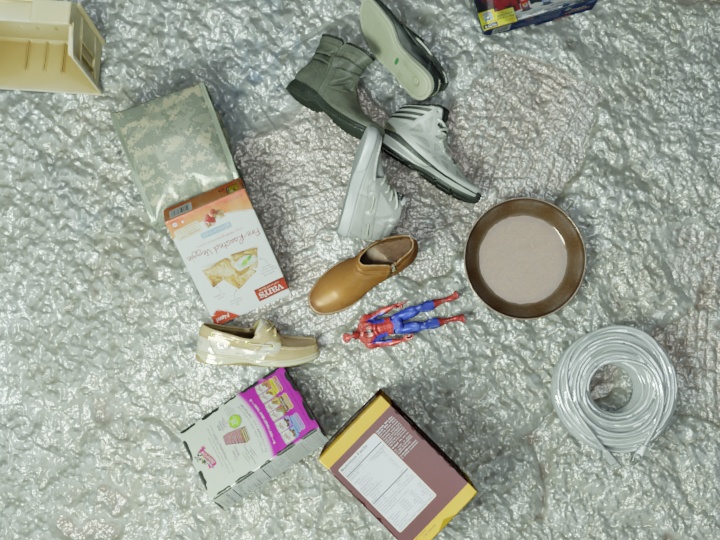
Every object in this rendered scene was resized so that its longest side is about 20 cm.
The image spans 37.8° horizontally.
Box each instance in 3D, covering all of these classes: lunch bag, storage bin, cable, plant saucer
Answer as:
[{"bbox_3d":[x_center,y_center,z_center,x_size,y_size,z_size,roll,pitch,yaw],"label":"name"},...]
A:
[{"bbox_3d":[-0.285,-0.176,1.688,0.164,0.118,0.200,-20,81,-3],"label":"lunch bag"},{"bbox_3d":[-0.525,-0.357,1.664,0.199,0.199,0.094,4,81,1],"label":"storage bin"},{"bbox_3d":[0.406,0.189,1.682,0.200,0.069,0.200,43,86,4],"label":"cable"},{"bbox_3d":[0.265,-0.018,1.715,0.200,0.037,0.201,0,85,-1],"label":"plant saucer"}]

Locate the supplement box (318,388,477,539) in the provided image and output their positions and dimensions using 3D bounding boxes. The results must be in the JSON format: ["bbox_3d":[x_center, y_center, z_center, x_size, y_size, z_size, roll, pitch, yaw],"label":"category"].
[{"bbox_3d":[0.055,0.301,1.607,0.200,0.197,0.133,45,88,3],"label":"supplement box"}]

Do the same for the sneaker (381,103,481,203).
[{"bbox_3d":[0.132,-0.202,1.710,0.200,0.076,0.115,35,88,5],"label":"sneaker"}]

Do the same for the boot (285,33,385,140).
[{"bbox_3d":[-0.016,-0.301,1.705,0.200,0.068,0.131,35,87,21],"label":"boot"}]

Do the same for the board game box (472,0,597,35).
[{"bbox_3d":[0.267,-0.508,1.743,0.199,0.062,0.200,-16,84,-1],"label":"board game box"}]

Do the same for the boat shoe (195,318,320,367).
[{"bbox_3d":[-0.160,0.111,1.669,0.199,0.074,0.069,0,104,-14],"label":"boat shoe"}]

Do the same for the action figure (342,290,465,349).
[{"bbox_3d":[0.067,0.084,1.703,0.199,0.052,0.066,-16,89,1],"label":"action figure"}]

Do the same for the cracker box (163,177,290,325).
[{"bbox_3d":[-0.208,-0.028,1.660,0.134,0.058,0.200,-23,118,-2],"label":"cracker box"}]

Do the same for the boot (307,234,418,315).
[{"bbox_3d":[0.000,0.000,1.653,0.200,0.155,0.074,-34,86,-3],"label":"boot"}]

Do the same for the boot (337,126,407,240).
[{"bbox_3d":[0.030,-0.133,1.674,0.095,0.074,0.200,12,128,-5],"label":"boot"}]

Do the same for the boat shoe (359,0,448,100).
[{"bbox_3d":[0.069,-0.369,1.739,0.068,0.072,0.200,-28,77,-38],"label":"boat shoe"}]

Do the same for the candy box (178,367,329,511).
[{"bbox_3d":[-0.168,0.262,1.652,0.200,0.061,0.136,-33,55,-3],"label":"candy box"}]
